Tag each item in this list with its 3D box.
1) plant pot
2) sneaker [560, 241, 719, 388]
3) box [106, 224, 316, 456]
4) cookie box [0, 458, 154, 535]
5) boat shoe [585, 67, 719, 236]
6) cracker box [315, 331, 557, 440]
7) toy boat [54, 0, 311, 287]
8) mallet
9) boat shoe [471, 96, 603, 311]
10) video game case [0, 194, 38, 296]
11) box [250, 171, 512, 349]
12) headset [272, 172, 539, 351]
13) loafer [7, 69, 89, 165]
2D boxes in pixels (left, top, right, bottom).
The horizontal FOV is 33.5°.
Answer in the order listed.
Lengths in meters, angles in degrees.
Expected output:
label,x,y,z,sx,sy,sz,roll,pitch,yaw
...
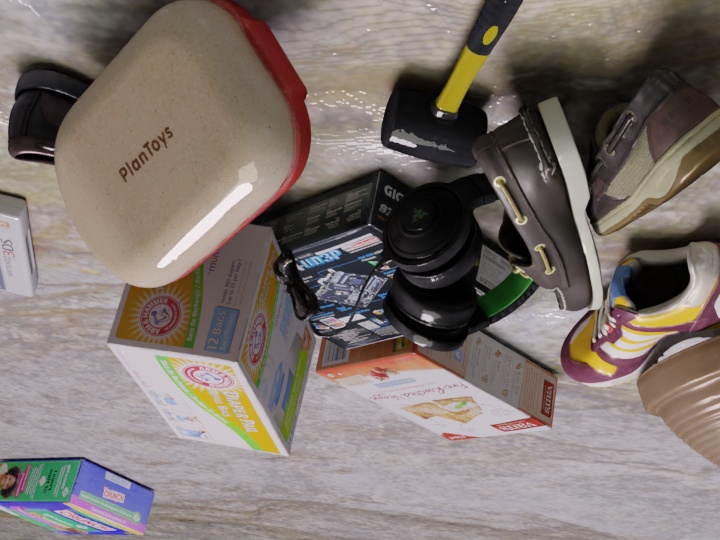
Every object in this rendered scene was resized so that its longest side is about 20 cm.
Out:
label,x,y,z,sx,sy,sz,roll,pitch,yaw
plant pot,0.318,0.101,0.911,0.197,0.094,0.201,-11,161,-4
sneaker,0.207,0.027,0.908,0.089,0.076,0.199,22,145,-28
box,-0.109,0.055,0.937,0.100,0.114,0.201,7,153,12
cookie box,-0.457,0.359,1.890,0.198,0.076,0.171,-8,149,34
boat shoe,0.171,-0.072,0.718,0.065,0.073,0.200,56,170,6
cracker box,0.074,0.099,1.131,0.199,0.059,0.133,29,150,-36
toy boat,-0.099,-0.081,0.758,0.199,0.132,0.130,-36,173,35
mallet,0.056,-0.126,0.686,0.065,0.042,0.201,9,152,-4
boat shoe,0.116,-0.032,0.772,0.060,0.072,0.202,-19,144,5
video game case,-0.393,-0.038,1.071,0.197,0.023,0.183,14,155,-6
box,0.000,0.000,0.961,0.158,0.047,0.198,30,149,-34
headset,0.042,-0.008,0.838,0.197,0.094,0.125,-18,133,-18
loafer,-0.159,-0.071,0.854,0.198,0.064,0.072,25,152,-29
